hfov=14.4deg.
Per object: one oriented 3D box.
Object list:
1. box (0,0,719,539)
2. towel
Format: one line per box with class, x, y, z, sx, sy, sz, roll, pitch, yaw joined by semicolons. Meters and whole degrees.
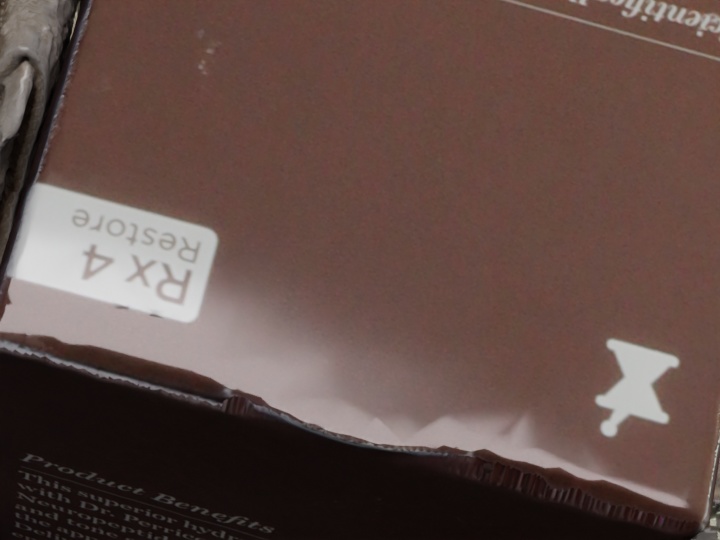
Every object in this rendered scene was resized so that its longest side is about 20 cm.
box;0.000;0.000;0.725;0.165;0.200;0.165;16;66;-3
towel;-0.090;-0.065;0.757;0.034;0.133;0.201;13;42;-6
